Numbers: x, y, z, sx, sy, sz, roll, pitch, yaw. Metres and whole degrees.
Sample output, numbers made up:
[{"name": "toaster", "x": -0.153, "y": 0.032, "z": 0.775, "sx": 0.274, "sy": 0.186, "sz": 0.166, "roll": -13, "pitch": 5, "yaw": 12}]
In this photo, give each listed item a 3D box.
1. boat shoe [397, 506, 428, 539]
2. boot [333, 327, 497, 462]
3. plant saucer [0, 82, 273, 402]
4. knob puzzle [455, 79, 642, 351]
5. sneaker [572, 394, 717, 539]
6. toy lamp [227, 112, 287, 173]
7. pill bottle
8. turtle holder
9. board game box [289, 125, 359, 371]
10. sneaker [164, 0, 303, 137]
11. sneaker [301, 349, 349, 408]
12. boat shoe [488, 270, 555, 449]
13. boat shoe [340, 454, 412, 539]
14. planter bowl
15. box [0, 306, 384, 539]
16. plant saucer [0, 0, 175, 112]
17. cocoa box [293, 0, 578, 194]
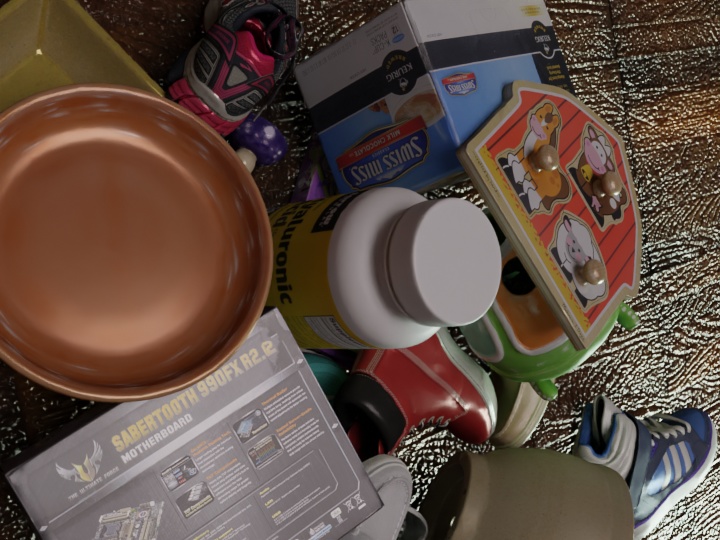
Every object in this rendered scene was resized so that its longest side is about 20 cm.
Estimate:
[{"name": "boat shoe", "x": -0.029, "y": 0.186, "z": 0.789, "sx": 0.199, "sy": 0.067, "sz": 0.074, "roll": 14, "pitch": 79, "yaw": -37}, {"name": "boot", "x": 0.046, "y": 0.124, "z": 0.831, "sx": 0.200, "sy": 0.072, "sz": 0.145, "roll": 54, "pitch": 47, "yaw": -39}, {"name": "plant saucer", "x": -0.152, "y": -0.016, "z": 0.610, "sx": 0.199, "sy": 0.037, "sz": 0.202, "roll": 9, "pitch": 69, "yaw": -23}, {"name": "knob puzzle", "x": 0.173, "y": -0.064, "z": 0.772, "sx": 0.219, "sy": 0.030, "sz": 0.221, "roll": 19, "pitch": 62, "yaw": -38}, {"name": "sneaker", "x": 0.302, "y": 0.176, "z": 1.061, "sx": 0.200, "sy": 0.080, "sz": 0.147, "roll": -41, "pitch": 117, "yaw": -28}, {"name": "toy lamp", "x": -0.123, "y": -0.028, "z": 0.730, "sx": 0.058, "sy": 0.058, "sz": 0.201, "roll": 43, "pitch": 62, "yaw": -30}, {"name": "pill bottle", "x": 0.000, "y": 0.000, "z": 0.702, "sx": 0.111, "sy": 0.199, "sz": 0.112, "roll": 4, "pitch": 84, "yaw": -40}, {"name": "turtle holder", "x": 0.138, "y": 0.003, "z": 0.847, "sx": 0.132, "sy": 0.141, "sz": 0.186, "roll": 43, "pitch": 29, "yaw": -26}, {"name": "board game box", "x": -0.012, "y": -0.025, "z": 0.842, "sx": 0.120, "sy": 0.032, "sz": 0.201, "roll": 31, "pitch": 68, "yaw": -39}, {"name": "sneaker", "x": -0.074, "y": -0.173, "z": 0.734, "sx": 0.081, "sy": 0.075, "sz": 0.201, "roll": 41, "pitch": 34, "yaw": -23}, {"name": "sneaker", "x": -0.083, "y": 0.094, "z": 0.742, "sx": 0.199, "sy": 0.079, "sz": 0.078, "roll": 5, "pitch": 84, "yaw": -40}, {"name": "boat shoe", "x": 0.147, "y": 0.070, "z": 0.947, "sx": 0.065, "sy": 0.072, "sz": 0.201, "roll": 27, "pitch": 70, "yaw": -25}, {"name": "boat shoe", "x": -0.012, "y": 0.223, "z": 0.706, "sx": 0.200, "sy": 0.068, "sz": 0.072, "roll": -49, "pitch": 124, "yaw": -26}, {"name": "planter bowl", "x": 0.122, "y": 0.236, "z": 0.854, "sx": 0.134, "sy": 0.200, "sz": 0.201, "roll": 27, "pitch": 69, "yaw": -7}, {"name": "box", "x": -0.104, "y": 0.140, "z": 0.642, "sx": 0.199, "sy": 0.048, "sz": 0.159, "roll": -32, "pitch": 99, "yaw": -23}, {"name": "plant saucer", "x": -0.204, "y": -0.055, "z": 0.646, "sx": 0.200, "sy": 0.048, "sz": 0.200, "roll": 45, "pitch": 60, "yaw": -11}, {"name": "cocoa box", "x": 0.072, "y": -0.141, "z": 0.821, "sx": 0.199, "sy": 0.133, "sz": 0.132, "roll": -21, "pitch": 91, "yaw": -47}]
